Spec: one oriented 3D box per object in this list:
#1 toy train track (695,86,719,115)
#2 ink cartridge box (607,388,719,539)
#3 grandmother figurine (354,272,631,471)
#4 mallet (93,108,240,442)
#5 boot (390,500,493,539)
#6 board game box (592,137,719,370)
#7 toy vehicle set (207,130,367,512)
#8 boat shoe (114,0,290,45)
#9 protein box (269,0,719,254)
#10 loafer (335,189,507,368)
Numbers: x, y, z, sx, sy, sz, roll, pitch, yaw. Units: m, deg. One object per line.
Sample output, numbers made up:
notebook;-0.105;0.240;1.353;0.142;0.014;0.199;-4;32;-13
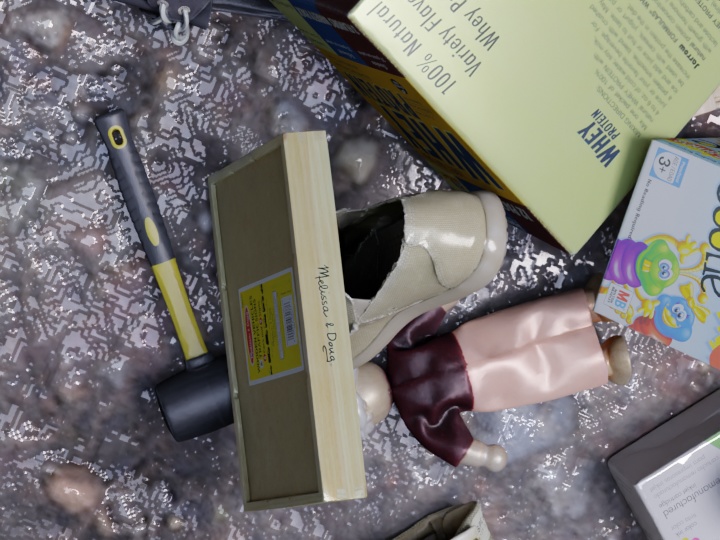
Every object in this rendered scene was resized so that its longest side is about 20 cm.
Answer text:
toy train track;0.274;-0.131;1.185;0.199;0.033;0.116;-19;91;-19
ink cartridge box;0.255;0.181;1.244;0.117;0.067;0.201;-31;102;-4
grandmother figurine;0.062;0.064;1.204;0.198;0.061;0.122;-12;74;-4
mallet;-0.106;-0.001;1.176;0.065;0.041;0.202;-13;97;-7
boot;0.102;0.214;1.226;0.198;0.072;0.156;-21;99;-4
board game box;0.230;-0.012;1.126;0.102;0.199;0.106;25;106;26
toy vehicle set;-0.043;0.033;1.113;0.026;0.124;0.202;-4;84;-24
boat shoe;-0.095;-0.161;1.131;0.198;0.073;0.063;-5;97;-13
protein box;0.093;-0.158;1.099;0.200;0.135;0.198;-49;117;-5
loafer;0.000;0.000;1.123;0.068;0.200;0.076;18;56;-32
